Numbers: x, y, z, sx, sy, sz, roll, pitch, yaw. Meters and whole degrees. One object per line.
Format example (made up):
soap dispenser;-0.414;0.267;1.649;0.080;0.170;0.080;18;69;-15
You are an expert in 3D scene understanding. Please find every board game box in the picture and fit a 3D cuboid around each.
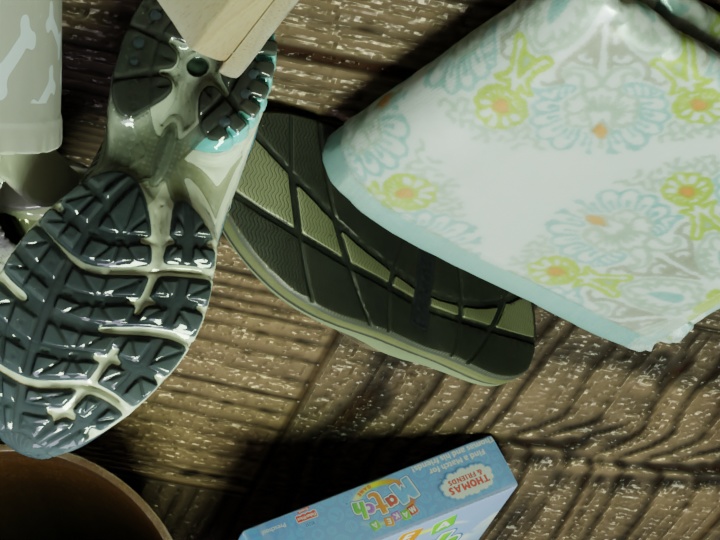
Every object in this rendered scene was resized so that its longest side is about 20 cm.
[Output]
board game box;-0.014;0.169;1.315;0.151;0.037;0.200;-19;156;-26

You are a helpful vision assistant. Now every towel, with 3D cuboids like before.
towel;0.110;-0.046;1.022;0.199;0.048;0.171;25;139;-30

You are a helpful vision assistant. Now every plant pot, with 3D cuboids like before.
plant pot;-0.168;0.194;1.308;0.186;0.188;0.200;1;172;3

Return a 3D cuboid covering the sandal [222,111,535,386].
sandal;0.000;0.001;1.081;0.057;0.080;0.201;-8;149;42

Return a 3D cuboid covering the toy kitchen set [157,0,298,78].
toy kitchen set;-0.099;-0.164;0.744;0.179;0.164;0.200;18;145;-22

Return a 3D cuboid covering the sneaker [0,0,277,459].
sneaker;-0.084;-0.010;0.961;0.077;0.201;0.086;23;159;4

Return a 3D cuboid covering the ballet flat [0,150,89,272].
ballet flat;-0.141;-0.027;1.000;0.071;0.072;0.200;-3;172;10

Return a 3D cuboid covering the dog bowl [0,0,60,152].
dog bowl;-0.195;-0.094;0.854;0.199;0.059;0.200;13;-170;-2
